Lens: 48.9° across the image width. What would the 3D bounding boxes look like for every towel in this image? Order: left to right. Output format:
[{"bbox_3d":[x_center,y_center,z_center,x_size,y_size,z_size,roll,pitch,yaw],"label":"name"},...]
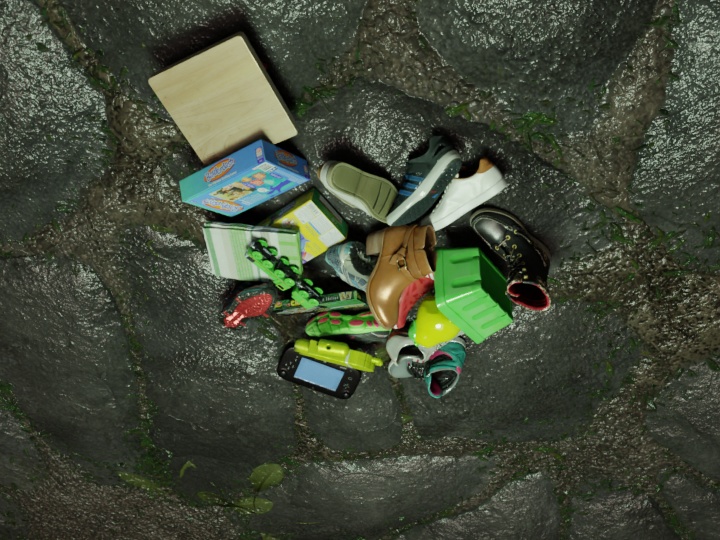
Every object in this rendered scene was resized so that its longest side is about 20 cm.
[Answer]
[{"bbox_3d":[-0.213,-0.036,1.603,0.194,0.031,0.151,5,137,7],"label":"towel"}]

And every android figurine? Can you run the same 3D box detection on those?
[{"bbox_3d":[-0.046,0.186,1.755,0.194,0.042,0.182,11,169,9],"label":"android figurine"}]

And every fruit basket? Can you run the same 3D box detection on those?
[{"bbox_3d":[0.184,0.064,1.578,0.209,0.159,0.217,1,150,1],"label":"fruit basket"}]

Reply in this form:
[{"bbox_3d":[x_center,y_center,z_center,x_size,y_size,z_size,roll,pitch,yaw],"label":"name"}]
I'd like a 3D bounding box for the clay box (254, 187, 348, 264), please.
[{"bbox_3d":[-0.134,-0.072,1.604,0.197,0.048,0.115,-27,122,29],"label":"clay box"}]

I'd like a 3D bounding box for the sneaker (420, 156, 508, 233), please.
[{"bbox_3d":[0.180,-0.146,1.496,0.198,0.073,0.085,-33,96,32],"label":"sneaker"}]

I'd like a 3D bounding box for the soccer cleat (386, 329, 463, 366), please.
[{"bbox_3d":[0.152,0.151,1.717,0.195,0.086,0.070,-16,129,1],"label":"soccer cleat"}]

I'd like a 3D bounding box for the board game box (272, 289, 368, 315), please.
[{"bbox_3d":[-0.088,0.071,1.701,0.194,0.024,0.105,-8,166,13],"label":"board game box"}]

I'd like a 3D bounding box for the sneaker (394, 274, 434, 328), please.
[{"bbox_3d":[0.123,0.048,1.654,0.112,0.079,0.203,7,133,4],"label":"sneaker"}]

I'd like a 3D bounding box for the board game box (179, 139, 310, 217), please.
[{"bbox_3d":[-0.215,-0.168,1.478,0.196,0.046,0.151,-22,163,24],"label":"board game box"}]

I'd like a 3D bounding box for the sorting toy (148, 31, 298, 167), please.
[{"bbox_3d":[-0.234,-0.306,1.400,0.196,0.071,0.201,-17,127,22],"label":"sorting toy"}]

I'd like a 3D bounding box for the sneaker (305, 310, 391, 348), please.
[{"bbox_3d":[-0.027,0.139,1.754,0.194,0.078,0.085,0,128,9],"label":"sneaker"}]

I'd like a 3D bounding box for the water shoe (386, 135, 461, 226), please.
[{"bbox_3d":[0.110,-0.166,1.477,0.071,0.080,0.200,-1,144,-49],"label":"water shoe"}]

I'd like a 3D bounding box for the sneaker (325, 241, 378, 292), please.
[{"bbox_3d":[0.000,0.000,1.630,0.085,0.079,0.200,-1,150,33],"label":"sneaker"}]

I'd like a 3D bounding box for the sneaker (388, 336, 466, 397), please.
[{"bbox_3d":[0.148,0.232,1.780,0.197,0.122,0.084,-23,125,26],"label":"sneaker"}]

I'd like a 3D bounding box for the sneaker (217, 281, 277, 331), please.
[{"bbox_3d":[-0.239,0.054,1.689,0.079,0.097,0.198,35,143,-25],"label":"sneaker"}]

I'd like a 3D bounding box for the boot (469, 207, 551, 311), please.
[{"bbox_3d":[0.293,-0.021,1.521,0.198,0.153,0.073,35,127,-21],"label":"boot"}]

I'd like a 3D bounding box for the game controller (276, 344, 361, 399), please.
[{"bbox_3d":[-0.097,0.240,1.874,0.195,0.043,0.105,20,131,-11],"label":"game controller"}]

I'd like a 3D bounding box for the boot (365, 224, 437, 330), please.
[{"bbox_3d":[0.085,0.011,1.535,0.152,0.073,0.206,-6,93,41],"label":"boot"}]

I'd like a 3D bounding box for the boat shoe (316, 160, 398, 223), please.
[{"bbox_3d":[0.001,-0.154,1.501,0.198,0.076,0.068,31,175,-39],"label":"boat shoe"}]

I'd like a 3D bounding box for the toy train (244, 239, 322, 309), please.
[{"bbox_3d":[-0.155,0.010,1.589,0.056,0.042,0.199,-20,129,43],"label":"toy train"}]
